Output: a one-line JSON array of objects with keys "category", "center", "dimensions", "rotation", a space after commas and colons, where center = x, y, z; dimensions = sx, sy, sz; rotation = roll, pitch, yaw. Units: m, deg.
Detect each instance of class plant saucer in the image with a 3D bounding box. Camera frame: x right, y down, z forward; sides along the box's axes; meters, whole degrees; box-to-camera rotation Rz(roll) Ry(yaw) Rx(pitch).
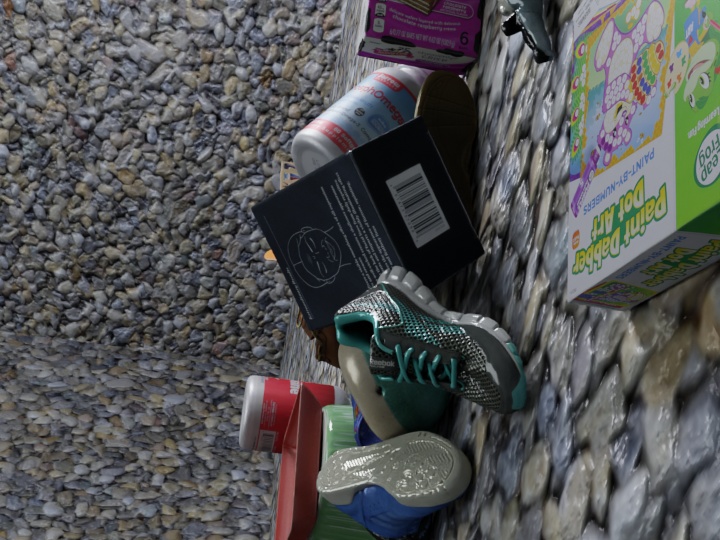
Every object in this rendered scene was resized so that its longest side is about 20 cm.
[{"category": "plant saucer", "center": [-0.084, 0.286, 1.212], "dimensions": [0.201, 0.036, 0.203], "rotation": [110, 165, -53]}]

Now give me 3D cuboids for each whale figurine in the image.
[{"category": "whale figurine", "center": [0.050, 0.103, 0.969], "dimensions": [0.161, 0.103, 0.200], "rotation": [62, -167, 3]}]

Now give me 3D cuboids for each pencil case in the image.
[{"category": "pencil case", "center": [0.023, 0.158, 1.123], "dimensions": [0.200, 0.076, 0.089], "rotation": [-108, 15, -73]}]

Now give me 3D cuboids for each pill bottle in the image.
[{"category": "pill bottle", "center": [0.020, -0.169, 1.070], "dimensions": [0.200, 0.109, 0.109], "rotation": [-43, -9, -24]}, {"category": "pill bottle", "center": [-0.085, 0.230, 1.396], "dimensions": [0.112, 0.196, 0.115], "rotation": [-172, 90, -81]}]

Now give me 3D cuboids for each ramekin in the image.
[{"category": "ramekin", "center": [-0.015, 0.276, 1.205], "dimensions": [0.200, 0.096, 0.204], "rotation": [-172, 90, -82]}]

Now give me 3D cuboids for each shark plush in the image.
[{"category": "shark plush", "center": [0.139, -0.274, 0.773], "dimensions": [0.083, 0.090, 0.203], "rotation": [-25, 47, 44]}]

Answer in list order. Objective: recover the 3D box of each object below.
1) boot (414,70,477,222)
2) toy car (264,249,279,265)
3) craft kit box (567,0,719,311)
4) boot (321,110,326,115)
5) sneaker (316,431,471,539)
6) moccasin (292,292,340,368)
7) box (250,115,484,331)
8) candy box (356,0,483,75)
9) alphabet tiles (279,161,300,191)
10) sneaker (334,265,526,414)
[{"category": "boot", "center": [0.075, -0.105, 1.017], "dimensions": [0.155, 0.071, 0.204], "rotation": [128, 146, -68]}, {"category": "toy car", "center": [-0.048, -0.025, 1.383], "dimensions": [0.178, 0.196, 0.187], "rotation": [-98, 18, -63]}, {"category": "craft kit box", "center": [0.167, -0.100, 0.475], "dimensions": [0.200, 0.047, 0.202], "rotation": [120, 154, -70]}, {"category": "boot", "center": [0.017, -0.188, 1.192], "dimensions": [0.203, 0.142, 0.071], "rotation": [-73, 4, -48]}, {"category": "sneaker", "center": [0.054, 0.225, 0.893], "dimensions": [0.198, 0.111, 0.078], "rotation": [-19, 35, 44]}, {"category": "moccasin", "center": [-0.046, 0.052, 1.082], "dimensions": [0.202, 0.076, 0.075], "rotation": [77, -162, -61]}, {"category": "box", "center": [0.002, -0.041, 0.911], "dimensions": [0.199, 0.106, 0.151], "rotation": [-19, 99, 53]}, {"category": "candy box", "center": [0.074, -0.341, 1.037], "dimensions": [0.061, 0.133, 0.204], "rotation": [141, 136, -76]}, {"category": "alphabet tiles", "center": [-0.005, -0.108, 1.151], "dimensions": [0.167, 0.196, 0.006], "rotation": [-98, 15, -61]}, {"category": "sneaker", "center": [0.051, 0.070, 0.743], "dimensions": [0.199, 0.090, 0.079], "rotation": [29, 135, 48]}]
